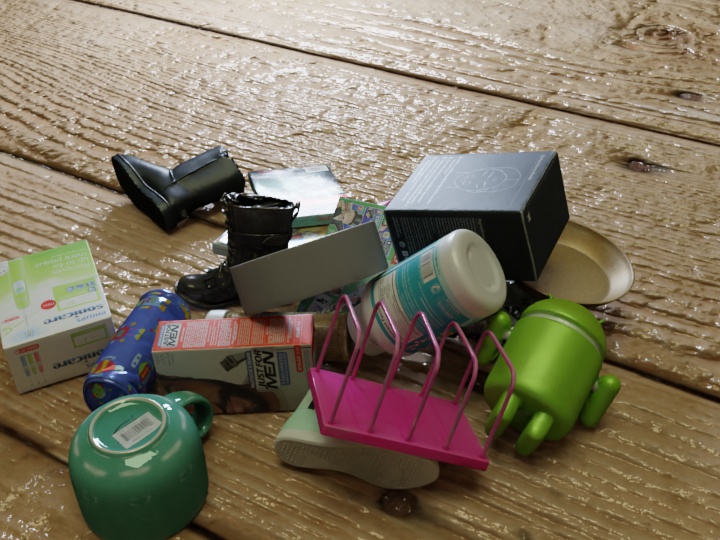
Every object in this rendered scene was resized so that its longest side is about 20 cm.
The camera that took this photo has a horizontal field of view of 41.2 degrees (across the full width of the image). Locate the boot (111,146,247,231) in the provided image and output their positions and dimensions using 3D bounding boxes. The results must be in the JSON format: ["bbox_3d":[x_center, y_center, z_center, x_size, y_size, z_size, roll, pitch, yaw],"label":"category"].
[{"bbox_3d":[-0.306,-0.161,1.625,0.167,0.077,0.200,-31,52,-26],"label":"boot"}]

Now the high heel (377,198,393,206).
[{"bbox_3d":[0.034,-0.037,1.433,0.095,0.068,0.200,14,45,38],"label":"high heel"}]

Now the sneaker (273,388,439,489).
[{"bbox_3d":[0.008,0.186,1.143,0.198,0.074,0.119,9,39,17],"label":"sneaker"}]

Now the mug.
[{"bbox_3d":[-0.255,0.206,1.107,0.150,0.116,0.186,-4,37,0],"label":"mug"}]

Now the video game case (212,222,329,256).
[{"bbox_3d":[-0.106,-0.061,1.500,0.180,0.023,0.200,11,31,19],"label":"video game case"}]

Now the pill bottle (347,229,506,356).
[{"bbox_3d":[0.077,0.038,1.205,0.199,0.111,0.111,-30,23,34],"label":"pill bottle"}]

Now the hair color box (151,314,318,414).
[{"bbox_3d":[-0.154,0.121,1.214,0.197,0.112,0.064,-2,36,3],"label":"hair color box"}]

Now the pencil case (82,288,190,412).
[{"bbox_3d":[-0.291,0.113,1.265,0.078,0.087,0.201,-28,24,32],"label":"pencil case"}]

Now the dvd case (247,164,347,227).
[{"bbox_3d":[-0.099,-0.123,1.569,0.144,0.022,0.200,-7,30,-14],"label":"dvd case"}]

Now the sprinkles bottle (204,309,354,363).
[{"bbox_3d":[-0.108,0.088,1.280,0.197,0.069,0.069,0,37,11],"label":"sprinkles bottle"}]

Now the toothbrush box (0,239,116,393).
[{"bbox_3d":[-0.428,0.059,1.342,0.144,0.087,0.201,-16,40,-16],"label":"toothbrush box"}]

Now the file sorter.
[{"bbox_3d":[0.058,0.120,1.095,0.198,0.127,0.139,15,18,-15],"label":"file sorter"}]

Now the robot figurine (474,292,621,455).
[{"bbox_3d":[0.223,0.120,1.154,0.174,0.116,0.201,28,63,10],"label":"robot figurine"}]

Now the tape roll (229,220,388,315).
[{"bbox_3d":[-0.066,-0.004,1.239,0.198,0.067,0.200,-19,3,1],"label":"tape roll"}]

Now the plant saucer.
[{"bbox_3d":[0.275,-0.006,1.319,0.197,0.036,0.201,8,36,-6],"label":"plant saucer"}]

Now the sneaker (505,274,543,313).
[{"bbox_3d":[0.193,0.000,1.382,0.198,0.070,0.100,21,42,17],"label":"sneaker"}]

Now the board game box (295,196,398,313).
[{"bbox_3d":[0.000,0.000,1.351,0.133,0.029,0.202,13,69,20],"label":"board game box"}]

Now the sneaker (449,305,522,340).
[{"bbox_3d":[0.176,0.037,1.285,0.197,0.075,0.117,8,77,15],"label":"sneaker"}]

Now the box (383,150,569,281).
[{"bbox_3d":[0.156,-0.074,1.271,0.198,0.108,0.149,2,37,32],"label":"box"}]

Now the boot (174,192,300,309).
[{"bbox_3d":[-0.178,-0.034,1.367,0.197,0.176,0.070,-2,36,2],"label":"boot"}]
